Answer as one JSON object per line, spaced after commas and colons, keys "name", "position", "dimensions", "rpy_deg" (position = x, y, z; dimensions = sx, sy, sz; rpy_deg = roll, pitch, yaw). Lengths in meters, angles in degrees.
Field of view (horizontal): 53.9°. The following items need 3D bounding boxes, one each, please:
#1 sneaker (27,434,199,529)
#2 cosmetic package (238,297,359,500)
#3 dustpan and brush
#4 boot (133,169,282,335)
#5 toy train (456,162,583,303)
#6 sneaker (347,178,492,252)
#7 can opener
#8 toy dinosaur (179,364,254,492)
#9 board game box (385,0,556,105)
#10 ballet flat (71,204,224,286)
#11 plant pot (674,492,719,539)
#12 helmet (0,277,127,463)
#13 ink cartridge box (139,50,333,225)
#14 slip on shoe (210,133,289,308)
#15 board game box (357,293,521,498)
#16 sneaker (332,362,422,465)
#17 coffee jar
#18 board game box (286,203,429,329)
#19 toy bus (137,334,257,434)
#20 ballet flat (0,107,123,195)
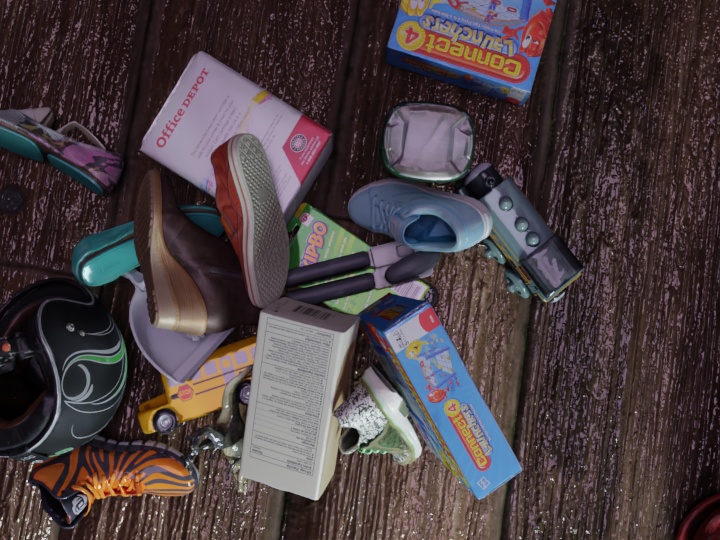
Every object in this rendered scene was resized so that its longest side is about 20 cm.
{"name": "sneaker", "position": [-0.301, 0.262, 0.849], "dimensions": [0.196, 0.112, 0.079], "rpy_deg": [7, 119, 7]}
{"name": "cosmetic package", "position": [-0.070, 0.144, 0.810], "dimensions": [0.104, 0.071, 0.203], "rpy_deg": [14, 104, 13]}
{"name": "dustpan and brush", "position": [-0.254, 0.034, 0.894], "dimensions": [0.198, 0.058, 0.140], "rpy_deg": [27, 64, 30]}
{"name": "boot", "position": [-0.183, -0.021, 0.862], "dimensions": [0.164, 0.072, 0.203], "rpy_deg": [0, 72, -37]}
{"name": "toy train", "position": [0.194, -0.047, 0.878], "dimensions": [0.085, 0.114, 0.201], "rpy_deg": [-35, 86, -3]}
{"name": "sneaker", "position": [0.055, -0.066, 0.857], "dimensions": [0.198, 0.082, 0.075], "rpy_deg": [8, 113, 35]}
{"name": "can opener", "position": [0.000, 0.000, 0.873], "dimensions": [0.197, 0.067, 0.054], "rpy_deg": [-14, 84, -8]}
{"name": "toy dinosaur", "position": [-0.167, 0.197, 0.840], "dimensions": [0.087, 0.202, 0.047], "rpy_deg": [-23, 45, -33]}
{"name": "board game box", "position": [0.153, -0.346, 0.932], "dimensions": [0.197, 0.056, 0.199], "rpy_deg": [17, 85, 1]}
{"name": "ballet flat", "position": [-0.271, -0.045, 0.897], "dimensions": [0.198, 0.068, 0.070], "rpy_deg": [-25, 44, -25]}
{"name": "plant pot", "position": [0.472, 0.353, 0.811], "dimensions": [0.197, 0.183, 0.204], "rpy_deg": [0, 86, 0]}
{"name": "helmet", "position": [-0.369, 0.113, 0.830], "dimensions": [0.196, 0.191, 0.204], "rpy_deg": [0, 94, 6]}
{"name": "ink cartridge box", "position": [-0.152, -0.157, 0.902], "dimensions": [0.198, 0.086, 0.149], "rpy_deg": [32, 87, 3]}
{"name": "slip on shoe", "position": [-0.131, -0.056, 0.830], "dimensions": [0.060, 0.074, 0.204], "rpy_deg": [-7, 98, 35]}
{"name": "board game box", "position": [0.078, 0.130, 0.800], "dimensions": [0.055, 0.196, 0.202], "rpy_deg": [-30, 95, -7]}
{"name": "sneaker", "position": [0.013, 0.184, 0.830], "dimensions": [0.088, 0.201, 0.077], "rpy_deg": [-31, 51, -8]}
{"name": "coffee jar", "position": [0.072, -0.151, 0.845], "dimensions": [0.102, 0.200, 0.087], "rpy_deg": [6, 99, 0]}
{"name": "board game box", "position": [-0.018, 0.005, 0.919], "dimensions": [0.199, 0.030, 0.096], "rpy_deg": [34, 86, 0]}
{"name": "toy bus", "position": [-0.180, 0.140, 0.889], "dimensions": [0.197, 0.065, 0.080], "rpy_deg": [-19, 86, -1]}
{"name": "ballet flat", "position": [-0.399, -0.169, 0.920], "dimensions": [0.198, 0.069, 0.072], "rpy_deg": [26, 68, -2]}
